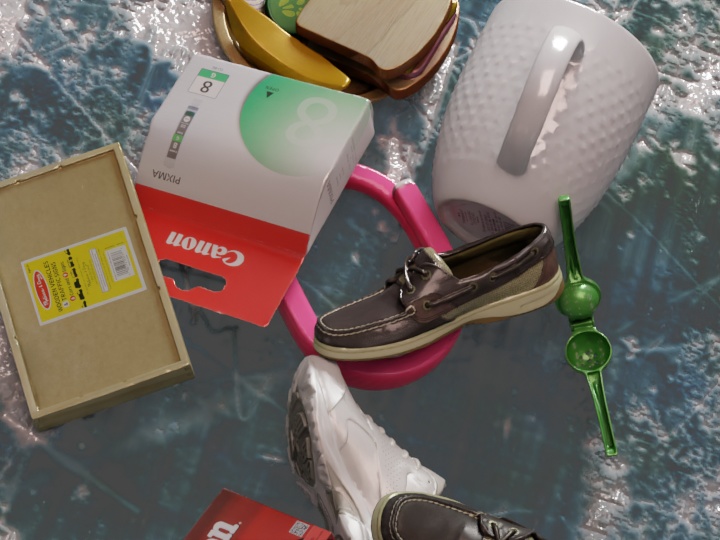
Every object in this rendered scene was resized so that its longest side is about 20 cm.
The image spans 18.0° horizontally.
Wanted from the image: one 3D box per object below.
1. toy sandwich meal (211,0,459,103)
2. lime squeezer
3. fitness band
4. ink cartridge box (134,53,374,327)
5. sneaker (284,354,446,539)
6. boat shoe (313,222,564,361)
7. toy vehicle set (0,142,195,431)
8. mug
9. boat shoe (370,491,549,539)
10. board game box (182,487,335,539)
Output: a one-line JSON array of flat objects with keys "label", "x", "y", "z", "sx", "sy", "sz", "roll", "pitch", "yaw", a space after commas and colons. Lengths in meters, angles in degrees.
[{"label": "toy sandwich meal", "x": -0.023, "y": -0.216, "z": 1.867, "sx": 0.205, "sy": 0.070, "sz": 0.205, "roll": 4, "pitch": 62, "yaw": -7}, {"label": "lime squeezer", "x": 0.168, "y": 0.041, "z": 1.752, "sx": 0.038, "sy": 0.071, "sz": 0.200, "roll": -10, "pitch": 92, "yaw": 18}, {"label": "fitness band", "x": 0.000, "y": 0.000, "z": 1.776, "sx": 0.143, "sy": 0.037, "sz": 0.200, "roll": -20, "pitch": 66, "yaw": -18}, {"label": "ink cartridge box", "x": -0.101, "y": -0.067, "z": 1.764, "sx": 0.161, "sy": 0.050, "sz": 0.200, "roll": 17, "pitch": 58, "yaw": 21}, {"label": "sneaker", "x": 0.009, "y": 0.153, "z": 1.683, "sx": 0.099, "sy": 0.078, "sz": 0.200, "roll": -13, "pitch": 74, "yaw": -22}, {"label": "boat shoe", "x": 0.055, "y": 0.012, "z": 1.707, "sx": 0.200, "sy": 0.065, "sz": 0.073, "roll": -18, "pitch": 28, "yaw": -16}, {"label": "toy vehicle set", "x": -0.213, "y": 0.010, "z": 1.726, "sx": 0.124, "sy": 0.027, "sz": 0.200, "roll": -18, "pitch": 66, "yaw": -3}, {"label": "mug", "x": 0.135, "y": -0.113, "z": 1.766, "sx": 0.148, "sy": 0.200, "sz": 0.175, "roll": 24, "pitch": 69, "yaw": 7}, {"label": "boat shoe", "x": 0.103, "y": 0.208, "z": 1.630, "sx": 0.201, "sy": 0.066, "sz": 0.072, "roll": 30, "pitch": 62, "yaw": -19}, {"label": "board game box", "x": -0.113, "y": 0.249, "z": 1.612, "sx": 0.103, "sy": 0.019, "sz": 0.200, "roll": 18, "pitch": 57, "yaw": 33}]
